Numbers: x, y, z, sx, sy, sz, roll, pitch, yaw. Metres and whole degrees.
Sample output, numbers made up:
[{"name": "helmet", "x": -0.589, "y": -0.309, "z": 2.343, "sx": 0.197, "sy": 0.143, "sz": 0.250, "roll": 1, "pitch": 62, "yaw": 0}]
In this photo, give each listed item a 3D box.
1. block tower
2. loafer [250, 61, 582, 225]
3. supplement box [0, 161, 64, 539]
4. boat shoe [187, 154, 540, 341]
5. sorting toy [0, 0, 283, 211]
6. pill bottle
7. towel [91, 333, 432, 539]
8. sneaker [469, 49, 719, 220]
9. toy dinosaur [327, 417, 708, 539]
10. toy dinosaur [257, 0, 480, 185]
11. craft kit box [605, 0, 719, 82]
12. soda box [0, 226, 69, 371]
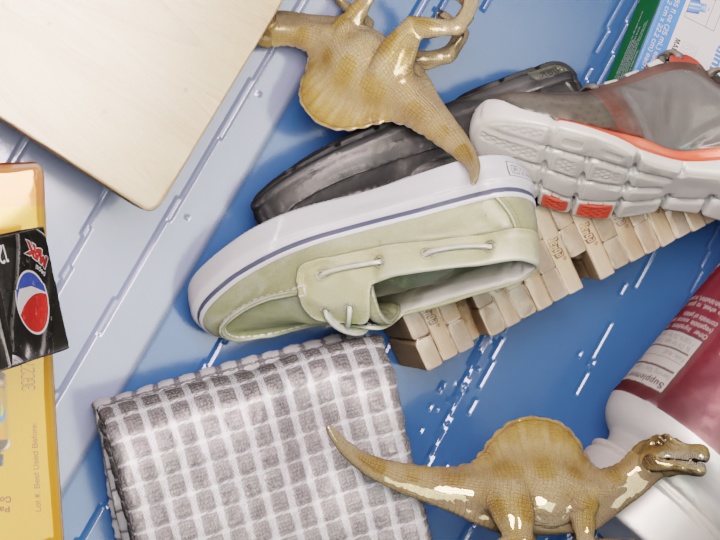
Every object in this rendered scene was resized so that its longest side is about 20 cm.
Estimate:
[{"name": "block tower", "x": 0.105, "y": -0.014, "z": 1.246, "sx": 0.199, "sy": 0.058, "sz": 0.054, "roll": -28, "pitch": 99, "yaw": -14}, {"name": "loafer", "x": 0.038, "y": -0.053, "z": 1.219, "sx": 0.199, "sy": 0.068, "sz": 0.071, "roll": -21, "pitch": 91, "yaw": -16}, {"name": "supplement box", "x": -0.193, "y": 0.046, "z": 1.162, "sx": 0.066, "sy": 0.069, "sz": 0.202, "roll": -3, "pitch": 91, "yaw": -14}, {"name": "boat shoe", "x": 0.000, "y": 0.000, "z": 1.171, "sx": 0.199, "sy": 0.072, "sz": 0.062, "roll": -22, "pitch": 59, "yaw": 19}, {"name": "sorting toy", "x": -0.143, "y": -0.167, "z": 1.151, "sx": 0.199, "sy": 0.070, "sz": 0.200, "roll": 32, "pitch": 84, "yaw": -13}, {"name": "pill bottle", "x": 0.209, "y": 0.073, "z": 1.246, "sx": 0.114, "sy": 0.114, "sz": 0.200, "roll": 42, "pitch": 81, "yaw": -12}, {"name": "towel", "x": -0.043, "y": 0.146, "z": 1.196, "sx": 0.164, "sy": 0.086, "sz": 0.201, "roll": -16, "pitch": 96, "yaw": -13}, {"name": "sneaker", "x": 0.152, "y": -0.078, "z": 1.205, "sx": 0.199, "sy": 0.077, "sz": 0.082, "roll": 9, "pitch": 62, "yaw": -15}, {"name": "toy dinosaur", "x": 0.080, "y": 0.125, "z": 1.163, "sx": 0.198, "sy": 0.058, "sz": 0.102, "roll": 0, "pitch": 73, "yaw": -7}, {"name": "toy dinosaur", "x": 0.018, "y": -0.108, "z": 1.193, "sx": 0.200, "sy": 0.058, "sz": 0.101, "roll": 36, "pitch": 73, "yaw": 29}, {"name": "craft kit box", "x": 0.263, "y": -0.152, "z": 1.291, "sx": 0.196, "sy": 0.048, "sz": 0.201, "roll": 24, "pitch": 85, "yaw": -12}, {"name": "soda box", "x": -0.248, "y": 0.029, "z": 1.096, "sx": 0.199, "sy": 0.071, "sz": 0.064, "roll": -10, "pitch": 93, "yaw": 19}]
